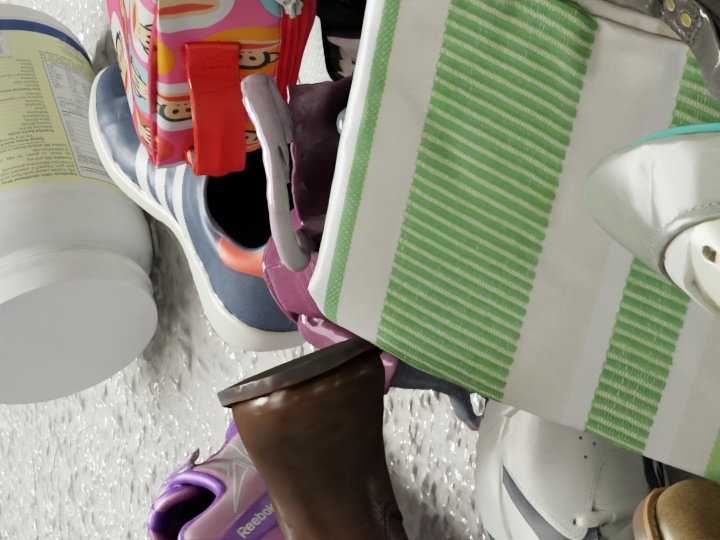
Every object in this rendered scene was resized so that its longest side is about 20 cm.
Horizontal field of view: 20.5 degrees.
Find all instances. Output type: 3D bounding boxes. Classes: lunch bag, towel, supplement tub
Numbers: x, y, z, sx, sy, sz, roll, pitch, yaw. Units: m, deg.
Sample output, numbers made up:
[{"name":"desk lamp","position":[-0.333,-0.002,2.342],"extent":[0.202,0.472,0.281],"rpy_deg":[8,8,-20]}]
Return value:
[{"name":"lunch bag","position":[-0.066,-0.126,0.790],"extent":[0.200,0.081,0.178],"rpy_deg":[112,149,-73]},{"name":"towel","position":[0.086,-0.015,0.641],"extent":[0.198,0.023,0.154],"rpy_deg":[19,118,12]},{"name":"supplement tub","position":[-0.204,-0.039,1.163],"extent":[0.145,0.144,0.201],"rpy_deg":[-59,44,46]}]

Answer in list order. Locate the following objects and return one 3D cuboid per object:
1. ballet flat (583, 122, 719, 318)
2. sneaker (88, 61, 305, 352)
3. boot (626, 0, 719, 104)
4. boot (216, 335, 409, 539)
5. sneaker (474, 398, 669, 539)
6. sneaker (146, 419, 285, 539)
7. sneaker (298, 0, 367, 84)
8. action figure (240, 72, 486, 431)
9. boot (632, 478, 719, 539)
[{"name":"ballet flat","position":[0.135,-0.005,0.533],"extent":[0.199,0.067,0.064],"rpy_deg":[-3,56,43]},{"name":"sneaker","position":[-0.071,-0.056,0.999],"extent":[0.200,0.074,0.085],"rpy_deg":[52,139,31]},{"name":"boot","position":[0.113,-0.142,0.624],"extent":[0.174,0.200,0.069],"rpy_deg":[35,150,17]},{"name":"boot","position":[0.012,0.132,0.742],"extent":[0.186,0.064,0.202],"rpy_deg":[74,177,-79]},{"name":"sneaker","position":[0.106,0.121,0.690],"extent":[0.129,0.079,0.201],"rpy_deg":[9,101,59]},{"name":"sneaker","position":[-0.057,0.110,0.935],"extent":[0.200,0.088,0.081],"rpy_deg":[-118,32,-73]},{"name":"sneaker","position":[0.006,-0.118,0.834],"extent":[0.200,0.087,0.076],"rpy_deg":[-33,67,59]},{"name":"action figure","position":[0.000,0.000,0.794],"extent":[0.200,0.148,0.135],"rpy_deg":[155,109,-65]},{"name":"boot","position":[0.164,0.122,0.603],"extent":[0.200,0.073,0.076],"rpy_deg":[48,121,34]}]
